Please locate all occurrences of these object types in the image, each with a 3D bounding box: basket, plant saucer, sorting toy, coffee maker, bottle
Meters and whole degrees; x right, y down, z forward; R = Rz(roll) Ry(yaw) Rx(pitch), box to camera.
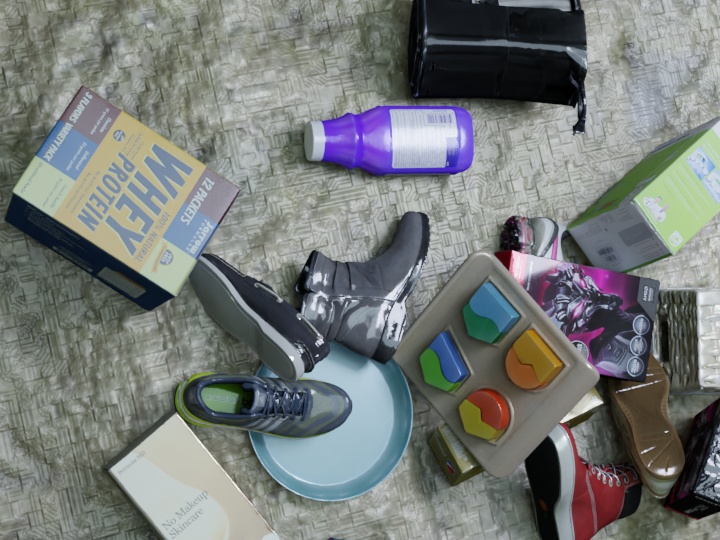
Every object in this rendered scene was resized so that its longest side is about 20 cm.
[{"bbox_3d":[0.469,0.084,1.802,0.199,0.123,0.136,1,85,-17],"label":"basket"},{"bbox_3d":[-0.037,0.167,1.698,0.199,0.027,0.201,2,83,-15],"label":"plant saucer"},{"bbox_3d":[0.143,0.107,1.636,0.200,0.185,0.036,48,28,17],"label":"sorting toy"},{"bbox_3d":[0.160,-0.259,1.720,0.199,0.192,0.135,1,125,-5],"label":"coffee maker"},{"bbox_3d":[0.034,-0.154,1.733,0.199,0.065,0.084,-2,88,-16],"label":"bottle"}]

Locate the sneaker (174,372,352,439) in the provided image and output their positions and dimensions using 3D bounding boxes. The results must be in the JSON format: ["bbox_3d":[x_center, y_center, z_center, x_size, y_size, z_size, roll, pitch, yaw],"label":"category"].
[{"bbox_3d":[-0.105,0.151,1.623,0.199,0.081,0.074,2,83,-12],"label":"sneaker"}]

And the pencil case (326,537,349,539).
[{"bbox_3d":[0.055,0.353,1.670,0.199,0.092,0.085,5,82,-16],"label":"pencil case"}]

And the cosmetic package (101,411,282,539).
[{"bbox_3d":[-0.184,0.264,1.621,0.105,0.071,0.200,-42,96,-16],"label":"cosmetic package"}]

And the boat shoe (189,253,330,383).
[{"bbox_3d":[-0.116,0.043,1.641,0.060,0.074,0.200,-31,57,-32],"label":"boat shoe"}]

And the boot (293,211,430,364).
[{"bbox_3d":[0.000,0.000,1.696,0.131,0.070,0.201,21,64,-9],"label":"boot"}]

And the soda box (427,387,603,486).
[{"bbox_3d":[0.183,0.181,1.731,0.199,0.068,0.064,-23,72,-17],"label":"soda box"}]

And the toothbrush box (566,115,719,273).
[{"bbox_3d":[0.370,-0.089,1.764,0.200,0.146,0.086,-41,96,-28],"label":"toothbrush box"}]

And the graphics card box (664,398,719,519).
[{"bbox_3d":[0.417,0.223,1.726,0.051,0.200,0.126,21,79,6],"label":"graphics card box"}]

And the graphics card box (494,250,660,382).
[{"bbox_3d":[0.246,0.055,1.704,0.199,0.051,0.126,12,84,-18],"label":"graphics card box"}]

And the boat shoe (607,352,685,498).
[{"bbox_3d":[0.339,0.179,1.761,0.073,0.063,0.201,-2,48,-3],"label":"boat shoe"}]

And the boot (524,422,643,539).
[{"bbox_3d":[0.273,0.234,1.722,0.144,0.072,0.201,-26,130,-18],"label":"boot"}]

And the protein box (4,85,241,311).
[{"bbox_3d":[-0.261,-0.070,1.568,0.198,0.200,0.135,33,76,-10],"label":"protein box"}]

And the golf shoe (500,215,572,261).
[{"bbox_3d":[0.220,0.034,1.763,0.092,0.073,0.201,5,82,-17],"label":"golf shoe"}]
